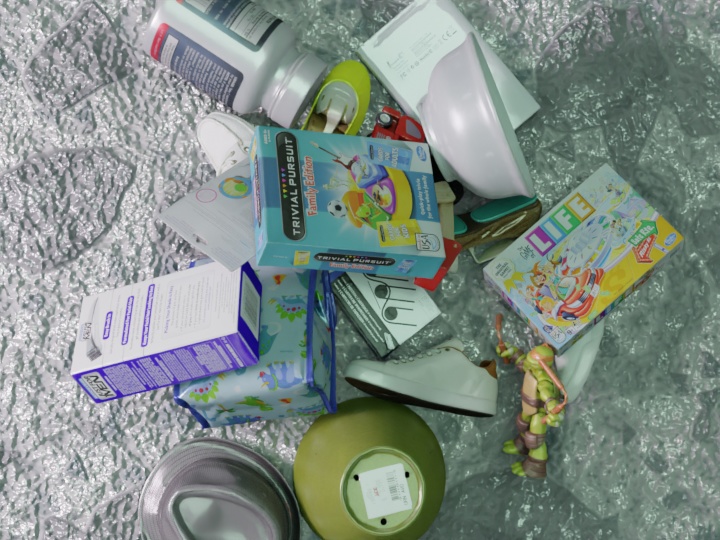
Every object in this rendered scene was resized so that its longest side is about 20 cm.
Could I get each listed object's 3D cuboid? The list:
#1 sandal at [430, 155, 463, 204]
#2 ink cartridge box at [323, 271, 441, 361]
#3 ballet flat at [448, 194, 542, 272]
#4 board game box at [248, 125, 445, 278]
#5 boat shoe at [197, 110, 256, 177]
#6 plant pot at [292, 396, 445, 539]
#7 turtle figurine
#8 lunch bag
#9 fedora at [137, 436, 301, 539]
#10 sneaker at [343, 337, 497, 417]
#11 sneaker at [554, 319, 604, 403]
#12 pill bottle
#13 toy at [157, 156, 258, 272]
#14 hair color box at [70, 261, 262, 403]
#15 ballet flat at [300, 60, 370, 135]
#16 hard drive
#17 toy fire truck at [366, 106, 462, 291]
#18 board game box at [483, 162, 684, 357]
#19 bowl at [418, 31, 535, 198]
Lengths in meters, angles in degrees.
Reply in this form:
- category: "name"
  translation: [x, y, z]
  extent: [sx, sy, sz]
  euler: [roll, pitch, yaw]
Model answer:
- category: "sandal"
  translation: [0.029, -0.099, 1.531]
  extent: [0.198, 0.045, 0.076]
  euler: [-3, 59, -23]
- category: "ink cartridge box"
  translation: [0.000, 0.000, 1.532]
  extent: [0.094, 0.044, 0.201]
  euler: [-37, 88, -7]
- category: "ballet flat"
  translation: [0.127, -0.039, 1.536]
  extent: [0.198, 0.068, 0.073]
  euler: [-16, 119, -15]
- category: "board game box"
  translation: [-0.016, -0.073, 1.377]
  extent: [0.197, 0.047, 0.153]
  euler: [4, 57, -18]
- category: "boat shoe"
  translation: [-0.135, -0.112, 1.491]
  extent: [0.069, 0.071, 0.200]
  euler: [-18, 56, -45]
- category: "plant pot"
  translation: [0.017, 0.237, 1.435]
  extent: [0.184, 0.200, 0.190]
  euler: [0, 85, -4]
- category: "turtle figurine"
  translation: [0.201, 0.146, 1.491]
  extent: [0.064, 0.200, 0.163]
  euler: [-4, 115, -19]
- category: "lunch bag"
  translation: [-0.118, 0.067, 1.463]
  extent: [0.168, 0.128, 0.202]
  euler: [-8, 63, 10]
- category: "fedora"
  translation: [-0.163, 0.290, 1.472]
  extent: [0.199, 0.090, 0.177]
  euler: [38, 85, 0]
- category: "sneaker"
  translation: [0.072, 0.116, 1.508]
  extent: [0.198, 0.073, 0.086]
  euler: [14, 77, -24]
- category: "sneaker"
  translation: [0.249, 0.056, 1.538]
  extent: [0.087, 0.075, 0.202]
  euler: [16, 74, 2]
- category: "pill bottle"
  translation: [-0.144, -0.256, 1.508]
  extent: [0.199, 0.120, 0.120]
  euler: [33, 84, -1]
- category: "toy"
  translation: [-0.111, -0.066, 1.409]
  extent: [0.115, 0.048, 0.200]
  euler: [34, 54, 25]
- category: "hair color box"
  translation: [-0.208, 0.064, 1.384]
  extent: [0.198, 0.065, 0.110]
  euler: [-13, 47, 14]
- category: "ballet flat"
  translation: [-0.042, -0.165, 1.533]
  extent: [0.066, 0.067, 0.202]
  euler: [27, 84, 0]
- category: "hard drive"
  translation: [0.107, -0.233, 1.570]
  extent: [0.132, 0.025, 0.200]
  euler: [-40, 89, -6]
- category: "toy fire truck"
  translation: [0.058, -0.087, 1.475]
  extent: [0.140, 0.049, 0.201]
  euler: [23, 52, -6]
- category: "board game box"
  translation: [0.262, -0.014, 1.509]
  extent: [0.200, 0.034, 0.135]
  euler: [-40, 68, -6]
- category: "bowl"
  translation: [0.124, -0.162, 1.466]
  extent: [0.089, 0.201, 0.203]
  euler: [-22, 87, 12]
